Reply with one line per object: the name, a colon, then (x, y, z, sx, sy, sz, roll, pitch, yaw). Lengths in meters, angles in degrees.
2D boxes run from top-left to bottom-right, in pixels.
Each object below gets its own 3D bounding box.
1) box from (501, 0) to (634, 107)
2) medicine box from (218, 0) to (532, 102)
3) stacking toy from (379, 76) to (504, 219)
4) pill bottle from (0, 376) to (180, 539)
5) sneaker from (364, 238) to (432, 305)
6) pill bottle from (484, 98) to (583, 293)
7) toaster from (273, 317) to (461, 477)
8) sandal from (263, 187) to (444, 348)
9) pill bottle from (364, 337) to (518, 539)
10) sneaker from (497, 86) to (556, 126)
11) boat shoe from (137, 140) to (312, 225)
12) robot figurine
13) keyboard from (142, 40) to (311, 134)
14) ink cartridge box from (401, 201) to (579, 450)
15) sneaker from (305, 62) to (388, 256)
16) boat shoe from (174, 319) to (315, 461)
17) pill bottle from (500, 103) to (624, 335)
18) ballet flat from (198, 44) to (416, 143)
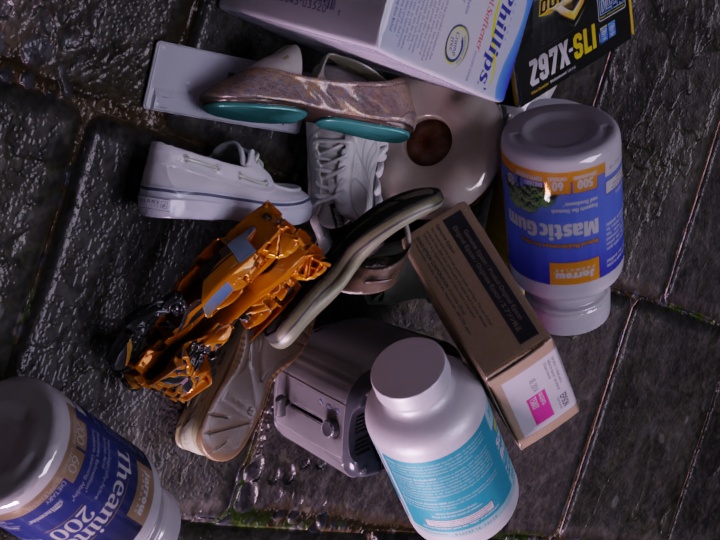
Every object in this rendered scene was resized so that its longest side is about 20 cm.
box: (0.194, -0.276, 1.623, 0.199, 0.049, 0.161, -33, 126, -36)
medicine box: (0.016, -0.229, 1.375, 0.199, 0.181, 0.104, 12, 96, -53)
stacking toy: (0.089, -0.102, 1.595, 0.148, 0.145, 0.200, -67, 158, -5)
pill bottle: (-0.229, 0.175, 1.298, 0.112, 0.110, 0.200, -60, 142, -14)
sneaker: (0.059, 0.007, 1.650, 0.117, 0.074, 0.201, -18, 158, 0)
pill bottle: (0.186, -0.065, 1.632, 0.112, 0.111, 0.202, -26, 136, -43)
toaster: (0.008, 0.113, 1.560, 0.199, 0.128, 0.115, -19, 121, -46)
sandal: (-0.001, 0.000, 1.423, 0.201, 0.080, 0.057, -44, 102, 6)
pill bottle: (0.070, 0.151, 1.457, 0.111, 0.110, 0.201, -50, 139, -26)
sneaker: (0.159, -0.152, 1.695, 0.088, 0.075, 0.203, -5, 99, -47)
boat shoe: (-0.106, -0.076, 1.376, 0.199, 0.073, 0.068, -2, 101, -57)
robot figurine: (-0.122, 0.035, 1.363, 0.200, 0.058, 0.145, -45, 156, 3)
keyboard: (-0.110, -0.155, 1.393, 0.199, 0.011, 0.057, 4, 97, -53)
ink cartridge box: (0.124, 0.055, 1.509, 0.075, 0.166, 0.200, -31, 153, -1)
sneaker: (-0.017, -0.088, 1.465, 0.081, 0.074, 0.202, -53, 141, -53)
boat shoe: (-0.106, 0.075, 1.466, 0.073, 0.062, 0.201, 45, 65, -33)
pill bottle: (0.190, -0.043, 1.513, 0.112, 0.111, 0.202, -36, 132, -37)
ballet flat: (-0.044, -0.155, 1.385, 0.198, 0.068, 0.068, 7, 80, -26)
